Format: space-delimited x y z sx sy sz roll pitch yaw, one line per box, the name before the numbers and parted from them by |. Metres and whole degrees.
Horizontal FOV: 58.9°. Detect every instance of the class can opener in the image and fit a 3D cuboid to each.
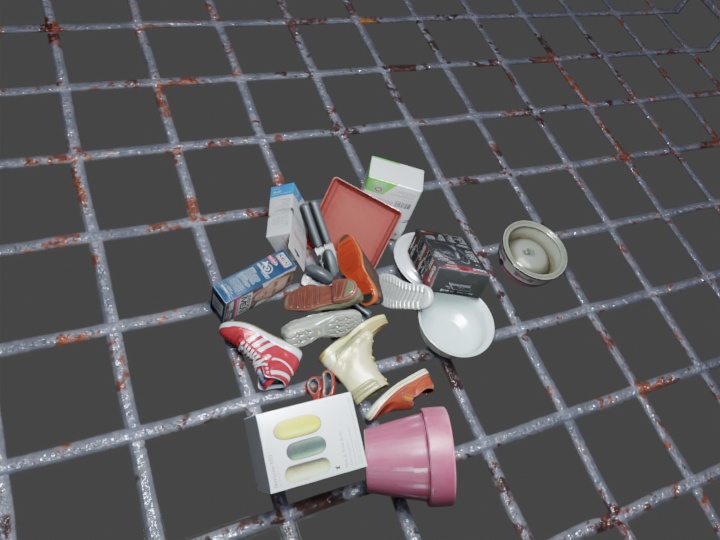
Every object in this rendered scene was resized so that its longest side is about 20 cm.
can opener | -0.058 0.059 1.575 0.199 0.067 0.053 35 55 7
can opener | -0.095 -0.081 1.619 0.052 0.066 0.202 -24 97 -28

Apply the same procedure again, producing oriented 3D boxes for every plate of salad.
plate of salad | 0.176 -0.018 1.712 0.198 0.048 0.201 15 48 -17

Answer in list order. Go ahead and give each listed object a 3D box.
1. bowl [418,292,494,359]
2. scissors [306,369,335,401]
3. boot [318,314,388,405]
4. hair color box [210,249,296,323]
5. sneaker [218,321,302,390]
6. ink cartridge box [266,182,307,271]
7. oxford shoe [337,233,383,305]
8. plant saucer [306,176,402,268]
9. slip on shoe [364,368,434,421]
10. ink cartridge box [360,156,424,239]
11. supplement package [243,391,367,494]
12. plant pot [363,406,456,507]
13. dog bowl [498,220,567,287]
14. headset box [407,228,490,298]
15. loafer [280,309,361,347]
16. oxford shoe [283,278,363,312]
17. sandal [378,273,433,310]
bowl | 0.226 0.144 1.594 0.199 0.091 0.203 8 55 -12
scissors | -0.087 0.316 1.407 0.073 0.014 0.201 -15 55 18
boot | 0.021 0.207 1.499 0.199 0.073 0.156 -32 71 -30
hair color box | -0.253 0.037 1.509 0.199 0.100 0.061 -31 71 -31
sneaker | -0.237 0.194 1.428 0.199 0.071 0.113 23 51 -5
ink cartridge box | -0.183 -0.104 1.605 0.067 0.116 0.201 -9 55 13
oxford shoe | 0.000 0.000 1.612 0.072 0.071 0.201 10 55 -57
plant saucer | -0.019 -0.111 1.649 0.199 0.201 0.037 28 17 3
slip on shoe | 0.094 0.295 1.468 0.199 0.074 0.061 -24 70 -34
ink cartridge box | 0.068 -0.189 1.696 0.144 0.201 0.085 15 51 -8
supplement package | -0.116 0.348 1.294 0.198 0.151 0.153 -9 78 -22
plant pot | 0.098 0.395 1.341 0.177 0.201 0.201 -4 57 -1
dog bowl | 0.479 -0.041 1.805 0.198 0.074 0.202 8 57 -12
headset box | 0.223 -0.013 1.607 0.148 0.078 0.201 8 33 -22
loafer | -0.093 0.128 1.515 0.198 0.071 0.070 -12 29 -22
oxford shoe | -0.089 0.075 1.528 0.198 0.074 0.071 -8 57 23
sandal | 0.108 0.062 1.585 0.050 0.202 0.083 13 93 -42
